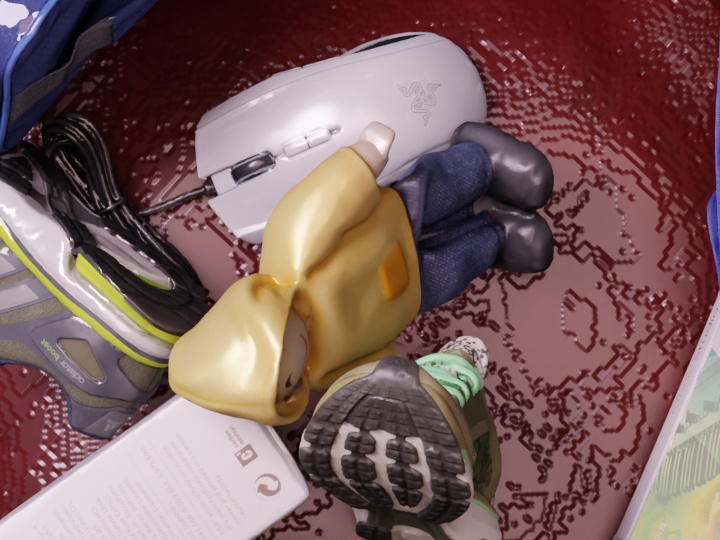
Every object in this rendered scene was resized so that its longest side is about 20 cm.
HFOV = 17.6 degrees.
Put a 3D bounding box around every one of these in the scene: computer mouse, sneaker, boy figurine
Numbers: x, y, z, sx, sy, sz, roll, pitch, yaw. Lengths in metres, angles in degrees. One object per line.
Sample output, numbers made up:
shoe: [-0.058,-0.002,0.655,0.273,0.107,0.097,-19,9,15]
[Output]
computer mouse: [-0.037,-0.054,1.055,0.199,0.044,0.110,-24,88,-3]
sneaker: [0.026,0.062,0.991,0.076,0.200,0.089,12,70,11]
sneaker: [-0.157,-0.004,1.013,0.200,0.074,0.081,39,106,28]
boy figurine: [0.000,0.000,0.985,0.064,0.200,0.125,22,126,34]

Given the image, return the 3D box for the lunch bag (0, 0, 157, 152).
lunch bag: [-0.135,-0.160,0.999,0.132,0.136,0.200,36,69,-1]

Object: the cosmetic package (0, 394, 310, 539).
cosmetic package: [-0.120,0.125,1.018,0.199,0.102,0.074,-34,89,-4]

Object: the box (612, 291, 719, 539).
box: [0.231,0.106,1.063,0.199,0.036,0.145,23,88,0]

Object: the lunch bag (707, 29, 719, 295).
lunch bag: [0.245,-0.056,1.025,0.169,0.127,0.201,3,78,-2]
